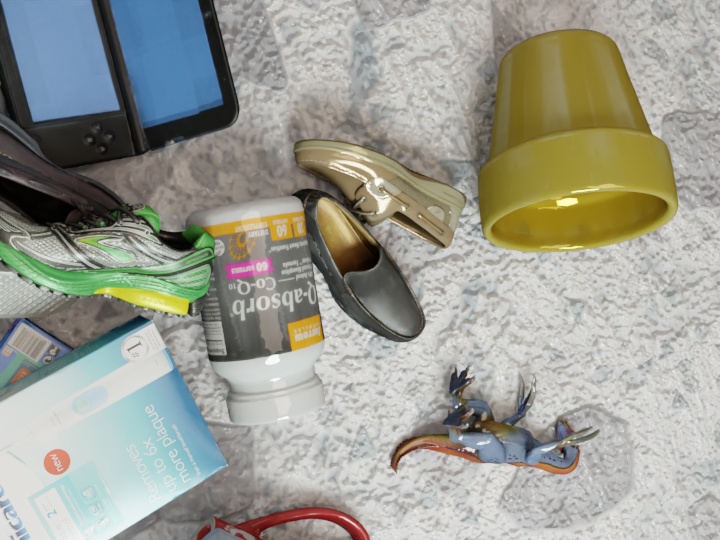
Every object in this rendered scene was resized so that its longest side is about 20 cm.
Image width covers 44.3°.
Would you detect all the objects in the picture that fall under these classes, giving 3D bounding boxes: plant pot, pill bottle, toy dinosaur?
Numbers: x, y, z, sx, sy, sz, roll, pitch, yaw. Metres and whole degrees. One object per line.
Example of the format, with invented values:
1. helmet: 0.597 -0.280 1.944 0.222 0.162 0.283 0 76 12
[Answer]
1. plant pot: 0.219 -0.137 0.930 0.198 0.201 0.191 4 73 -20
2. pill bottle: -0.095 0.036 0.843 0.115 0.116 0.203 -11 94 -20
3. toy dinosaur: 0.161 0.184 0.981 0.199 0.106 0.181 -35 119 21

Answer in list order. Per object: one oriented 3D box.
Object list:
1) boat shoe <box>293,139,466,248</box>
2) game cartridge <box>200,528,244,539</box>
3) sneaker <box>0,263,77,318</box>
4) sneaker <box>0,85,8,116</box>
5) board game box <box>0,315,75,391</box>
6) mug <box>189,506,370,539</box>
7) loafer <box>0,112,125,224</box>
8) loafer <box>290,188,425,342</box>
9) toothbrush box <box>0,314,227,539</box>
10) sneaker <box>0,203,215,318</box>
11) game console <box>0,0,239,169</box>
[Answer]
1. boat shoe: 0.019 -0.078 0.910 0.198 0.071 0.065 19 83 -21
2. game cartridge: -0.126 0.325 0.762 0.132 0.041 0.201 28 100 -12
3. sneaker: -0.346 -0.005 0.758 0.199 0.082 0.074 9 122 -42
4. sneaker: -0.370 -0.086 0.751 0.079 0.095 0.201 37 78 -17
5. board game box: -0.303 0.165 0.803 0.152 0.045 0.201 37 77 -17
6. mug: -0.081 0.319 0.864 0.199 0.178 0.134 31 117 -13
7. loafer: -0.275 -0.058 0.770 0.200 0.071 0.064 42 33 -40
8. loafer: 0.000 0.000 0.902 0.200 0.072 0.073 45 75 -15
9. toothbrush box: -0.239 0.150 0.759 0.199 0.085 0.148 -28 100 -18
10. sneaker: -0.217 -0.025 0.745 0.198 0.078 0.086 12 107 -31
11. game console: -0.226 -0.206 0.788 0.169 0.118 0.202 -18 96 -37
